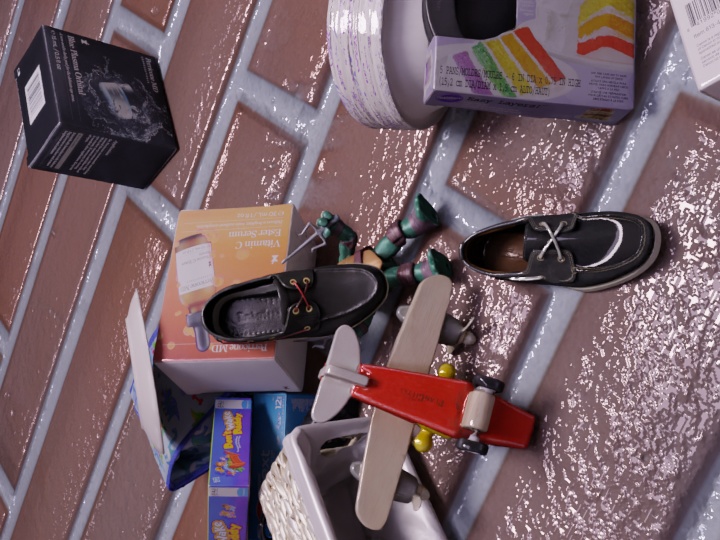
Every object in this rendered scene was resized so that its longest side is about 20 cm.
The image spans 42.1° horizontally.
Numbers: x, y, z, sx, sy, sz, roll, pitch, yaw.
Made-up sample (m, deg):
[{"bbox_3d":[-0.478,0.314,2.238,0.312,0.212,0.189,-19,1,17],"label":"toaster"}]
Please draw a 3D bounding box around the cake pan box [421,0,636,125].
[{"bbox_3d":[0.153,-0.238,0.860,0.052,0.198,0.186,135,140,-79],"label":"cake pan box"}]

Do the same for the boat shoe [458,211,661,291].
[{"bbox_3d":[0.183,-0.019,0.877,0.199,0.067,0.072,-3,79,45],"label":"boat shoe"}]

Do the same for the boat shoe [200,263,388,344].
[{"bbox_3d":[-0.069,0.037,0.986,0.200,0.063,0.074,-13,81,9],"label":"boat shoe"}]

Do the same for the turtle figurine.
[{"bbox_3d":[0.000,0.000,1.046,0.199,0.101,0.151,-24,84,24],"label":"turtle figurine"}]

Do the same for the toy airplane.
[{"bbox_3d":[0.049,0.131,0.941,0.199,0.141,0.200,-31,70,2],"label":"toy airplane"}]

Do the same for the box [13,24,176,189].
[{"bbox_3d":[-0.416,-0.253,1.464,0.117,0.199,0.198,-40,57,36],"label":"box"}]

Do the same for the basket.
[{"bbox_3d":[-0.009,0.273,0.978,0.124,0.135,0.201,-56,48,41],"label":"basket"}]

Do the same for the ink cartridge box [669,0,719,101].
[{"bbox_3d":[0.325,-0.255,0.749,0.144,0.084,0.201,-27,65,41],"label":"ink cartridge box"}]

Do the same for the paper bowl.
[{"bbox_3d":[0.058,-0.245,0.954,0.104,0.200,0.202,6,88,28],"label":"paper bowl"}]

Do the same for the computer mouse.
[{"bbox_3d":[-0.066,0.220,1.078,0.034,0.059,0.201,17,74,53],"label":"computer mouse"}]

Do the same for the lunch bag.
[{"bbox_3d":[-0.220,0.166,1.236,0.200,0.127,0.170,-46,52,20],"label":"lunch bag"}]

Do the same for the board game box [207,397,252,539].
[{"bbox_3d":[-0.155,0.271,1.111,0.135,0.044,0.201,-96,11,-54],"label":"board game box"}]

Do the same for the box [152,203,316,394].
[{"bbox_3d":[-0.144,0.035,1.113,0.151,0.106,0.201,-3,62,13],"label":"box"}]

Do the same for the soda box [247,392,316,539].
[{"bbox_3d":[-0.089,0.249,1.126,0.068,0.064,0.202,-7,78,47],"label":"soda box"}]

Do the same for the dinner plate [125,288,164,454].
[{"bbox_3d":[-0.261,0.122,1.120,0.200,0.024,0.202,172,90,-75],"label":"dinner plate"}]
